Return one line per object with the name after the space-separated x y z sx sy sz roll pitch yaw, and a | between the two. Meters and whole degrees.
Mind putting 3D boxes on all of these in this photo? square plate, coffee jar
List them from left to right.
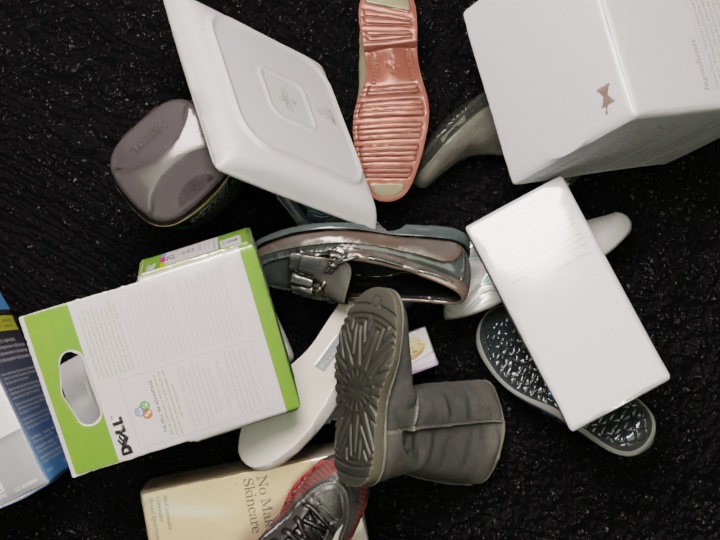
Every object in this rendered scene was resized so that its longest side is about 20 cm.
-0.157 -0.089 1.094 0.104 0.200 0.086 -42 90 -1 | coffee jar
-0.071 -0.142 1.076 0.028 0.197 0.202 -38 54 28 | square plate

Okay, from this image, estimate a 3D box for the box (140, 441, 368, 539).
-0.096 0.224 1.153 0.197 0.078 0.097 -12 90 -2 | box

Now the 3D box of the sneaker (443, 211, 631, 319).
0.160 -0.023 1.171 0.197 0.070 0.081 -21 87 -2 | sneaker

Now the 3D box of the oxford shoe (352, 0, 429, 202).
0.029 -0.163 1.164 0.069 0.074 0.204 3 86 0 | oxford shoe

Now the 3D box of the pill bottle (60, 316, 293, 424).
-0.170 0.078 1.136 0.198 0.111 0.112 -27 90 -2 | pill bottle

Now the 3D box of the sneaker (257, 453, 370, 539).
-0.059 0.246 1.066 0.071 0.098 0.201 39 88 0 | sneaker

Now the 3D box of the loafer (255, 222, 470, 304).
0.000 0.000 1.081 0.196 0.072 0.064 -3 55 0 | loafer

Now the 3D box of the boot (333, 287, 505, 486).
0.063 0.109 1.107 0.198 0.072 0.185 4 98 -45 | boot

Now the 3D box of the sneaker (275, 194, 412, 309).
-0.022 -0.038 1.155 0.077 0.086 0.200 -41 90 -1 | sneaker

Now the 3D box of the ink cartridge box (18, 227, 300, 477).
-0.165 0.066 1.039 0.197 0.076 0.150 -17 104 -4 | ink cartridge box

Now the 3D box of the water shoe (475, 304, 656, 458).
0.189 0.113 1.171 0.199 0.079 0.072 40 84 25 | water shoe

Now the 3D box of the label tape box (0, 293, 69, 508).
-0.333 0.104 1.113 0.065 0.143 0.202 -27 90 -3 | label tape box

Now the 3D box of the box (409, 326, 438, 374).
-0.023 0.106 1.176 0.197 0.039 0.042 -20 87 -2 | box

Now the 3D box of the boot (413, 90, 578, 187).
0.149 -0.117 1.176 0.200 0.068 0.131 -42 96 -1 | boot

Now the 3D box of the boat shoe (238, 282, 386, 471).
-0.030 0.103 1.124 0.071 0.069 0.201 26 76 38 | boat shoe

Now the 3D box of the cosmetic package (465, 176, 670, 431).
0.181 0.030 1.097 0.101 0.074 0.202 -27 82 5 | cosmetic package

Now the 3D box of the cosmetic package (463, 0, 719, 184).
0.230 -0.187 1.081 0.198 0.167 0.169 -10 80 -33 | cosmetic package
